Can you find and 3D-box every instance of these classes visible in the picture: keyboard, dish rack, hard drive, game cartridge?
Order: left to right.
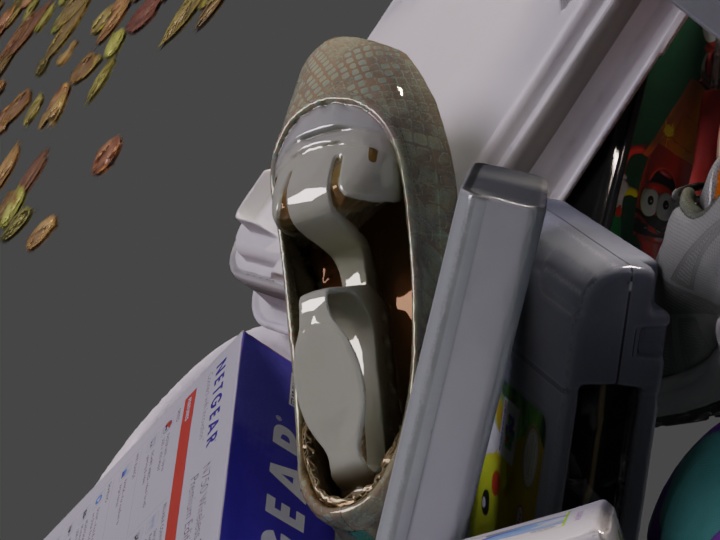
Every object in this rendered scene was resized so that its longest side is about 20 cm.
[{"bbox_3d":[0.021,0.071,0.839,0.132,0.026,0.200,-54,-22,-83],"label":"hard drive"},{"bbox_3d":[0.031,-0.062,1.060,0.200,0.044,0.172,-57,30,-11],"label":"dish rack"},{"bbox_3d":[0.063,-0.048,1.062,0.127,0.021,0.200,-23,37,41],"label":"keyboard"},{"bbox_3d":[0.056,0.081,0.926,0.133,0.040,0.200,-131,47,-74],"label":"game cartridge"}]

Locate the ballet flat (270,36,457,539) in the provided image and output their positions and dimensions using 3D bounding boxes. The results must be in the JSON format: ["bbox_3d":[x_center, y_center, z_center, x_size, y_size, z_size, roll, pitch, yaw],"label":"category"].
[{"bbox_3d":[0.000,0.000,0.951,0.067,0.062,0.200,-19,65,24],"label":"ballet flat"}]

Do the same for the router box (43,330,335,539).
[{"bbox_3d":[-0.082,0.145,0.963,0.180,0.049,0.200,-46,22,28],"label":"router box"}]

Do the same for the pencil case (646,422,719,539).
[{"bbox_3d":[0.133,0.116,0.753,0.092,0.085,0.200,-12,28,4],"label":"pencil case"}]

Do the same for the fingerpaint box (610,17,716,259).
[{"bbox_3d":[0.065,-0.016,1.134,0.167,0.073,0.200,-60,21,-13],"label":"fingerpaint box"}]

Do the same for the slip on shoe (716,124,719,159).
[{"bbox_3d":[0.167,-0.064,1.010,0.061,0.074,0.200,94,-175,-51],"label":"slip on shoe"}]

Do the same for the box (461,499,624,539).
[{"bbox_3d":[-0.016,0.142,0.726,0.200,0.113,0.101,-16,-2,6],"label":"box"}]

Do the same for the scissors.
[{"bbox_3d":[0.134,-0.063,1.044,0.073,0.014,0.200,75,-159,-57],"label":"scissors"}]

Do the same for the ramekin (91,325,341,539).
[{"bbox_3d":[-0.047,0.131,1.127,0.200,0.098,0.201,-47,21,25],"label":"ramekin"}]

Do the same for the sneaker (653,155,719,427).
[{"bbox_3d":[0.126,0.005,0.889,0.074,0.080,0.200,-14,-8,-12],"label":"sneaker"}]

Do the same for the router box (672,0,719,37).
[{"bbox_3d":[0.190,-0.119,0.804,0.180,0.200,0.049,-49,19,21],"label":"router box"}]
